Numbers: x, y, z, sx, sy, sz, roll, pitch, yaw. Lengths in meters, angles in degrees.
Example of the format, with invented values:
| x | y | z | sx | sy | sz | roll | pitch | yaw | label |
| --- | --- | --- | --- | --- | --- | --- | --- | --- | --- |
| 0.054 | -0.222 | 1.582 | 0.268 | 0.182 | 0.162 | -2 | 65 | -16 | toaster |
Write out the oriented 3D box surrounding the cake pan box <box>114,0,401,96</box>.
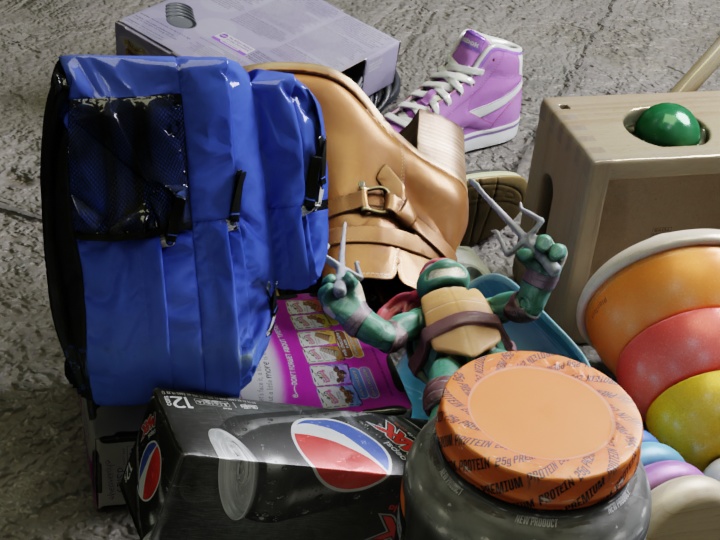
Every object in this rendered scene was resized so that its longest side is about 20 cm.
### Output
| x | y | z | sx | sy | sz | roll | pitch | yaw | label |
| --- | --- | --- | --- | --- | --- | --- | --- | --- | --- |
| -0.089 | -0.197 | 1.269 | 0.200 | 0.052 | 0.184 | 30 | 45 | 25 | cake pan box |

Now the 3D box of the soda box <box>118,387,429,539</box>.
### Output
| x | y | z | sx | sy | sz | roll | pitch | yaw | label |
| --- | --- | --- | --- | --- | --- | --- | --- | --- | --- |
| -0.029 | 0.121 | 0.795 | 0.199 | 0.071 | 0.063 | 9 | 26 | -29 | soda box |

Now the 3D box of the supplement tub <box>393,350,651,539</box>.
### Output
| x | y | z | sx | sy | sz | roll | pitch | yaw | label |
| --- | --- | --- | --- | --- | --- | --- | --- | --- | --- |
| 0.076 | 0.148 | 0.703 | 0.122 | 0.201 | 0.123 | 5 | 32 | -3 | supplement tub |

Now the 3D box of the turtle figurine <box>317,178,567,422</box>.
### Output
| x | y | z | sx | sy | sz | roll | pitch | yaw | label |
| --- | --- | --- | --- | --- | --- | --- | --- | --- | --- |
| 0.062 | 0.032 | 0.846 | 0.149 | 0.101 | 0.200 | -22 | 42 | 2 | turtle figurine |

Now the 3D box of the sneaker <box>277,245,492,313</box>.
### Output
| x | y | z | sx | sy | sz | roll | pitch | yaw | label |
| --- | --- | --- | --- | --- | --- | --- | --- | --- | --- |
| 0.000 | 0.000 | 1.043 | 0.199 | 0.074 | 0.089 | 10 | 28 | -8 | sneaker |

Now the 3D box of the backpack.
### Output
| x | y | z | sx | sy | sz | roll | pitch | yaw | label |
| --- | --- | --- | --- | --- | --- | --- | --- | --- | --- |
| -0.102 | -0.022 | 0.810 | 0.167 | 0.201 | 0.163 | 0 | 6 | -4 | backpack |

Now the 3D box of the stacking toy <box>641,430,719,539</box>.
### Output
| x | y | z | sx | sy | sz | roll | pitch | yaw | label |
| --- | --- | --- | --- | --- | --- | --- | --- | --- | --- |
| 0.145 | 0.117 | 0.881 | 0.085 | 0.086 | 0.200 | -10 | 30 | -23 | stacking toy |

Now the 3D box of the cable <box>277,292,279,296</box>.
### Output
| x | y | z | sx | sy | sz | roll | pitch | yaw | label |
| --- | --- | --- | --- | --- | --- | --- | --- | --- | --- |
| -0.104 | -0.034 | 0.958 | 0.097 | 0.201 | 0.050 | 9 | 33 | 20 | cable |

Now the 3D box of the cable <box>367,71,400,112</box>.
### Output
| x | y | z | sx | sy | sz | roll | pitch | yaw | label |
| --- | --- | --- | --- | --- | --- | --- | --- | --- | --- |
| -0.040 | -0.193 | 1.345 | 0.163 | 0.051 | 0.200 | 19 | 35 | 19 | cable |

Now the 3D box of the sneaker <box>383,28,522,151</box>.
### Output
| x | y | z | sx | sy | sz | roll | pitch | yaw | label |
| --- | --- | --- | --- | --- | --- | --- | --- | --- | --- |
| 0.068 | -0.158 | 1.251 | 0.200 | 0.115 | 0.073 | -26 | 46 | -37 | sneaker |

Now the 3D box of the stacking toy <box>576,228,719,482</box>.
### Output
| x | y | z | sx | sy | sz | roll | pitch | yaw | label |
| --- | --- | --- | --- | --- | --- | --- | --- | --- | --- |
| 0.229 | 0.087 | 0.925 | 0.146 | 0.146 | 0.201 | 1 | 53 | -8 | stacking toy |

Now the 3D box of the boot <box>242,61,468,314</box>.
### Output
| x | y | z | sx | sy | sz | roll | pitch | yaw | label |
| --- | --- | --- | --- | --- | --- | --- | --- | --- | --- |
| -0.020 | -0.051 | 0.966 | 0.199 | 0.077 | 0.156 | 18 | 57 | -17 | boot |

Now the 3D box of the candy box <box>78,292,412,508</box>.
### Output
| x | y | z | sx | sy | sz | roll | pitch | yaw | label |
| --- | --- | --- | --- | --- | --- | --- | --- | --- | --- |
| -0.081 | 0.079 | 0.911 | 0.199 | 0.061 | 0.137 | -3 | 34 | -15 | candy box |

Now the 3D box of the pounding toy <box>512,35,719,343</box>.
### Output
| x | y | z | sx | sy | sz | roll | pitch | yaw | label |
| --- | --- | --- | --- | --- | --- | --- | --- | --- | --- |
| 0.223 | -0.071 | 1.062 | 0.183 | 0.201 | 0.142 | -4 | 34 | -15 | pounding toy |

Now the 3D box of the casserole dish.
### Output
| x | y | z | sx | sy | sz | roll | pitch | yaw | label |
| --- | --- | --- | --- | --- | --- | --- | --- | --- | --- |
| 0.089 | 0.081 | 0.893 | 0.039 | 0.121 | 0.200 | 38 | 7 | -31 | casserole dish |

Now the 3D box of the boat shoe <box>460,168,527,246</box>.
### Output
| x | y | z | sx | sy | sz | roll | pitch | yaw | label |
| --- | --- | --- | --- | --- | --- | --- | --- | --- | --- |
| 0.041 | -0.053 | 1.122 | 0.199 | 0.073 | 0.065 | -14 | 43 | -27 | boat shoe |
